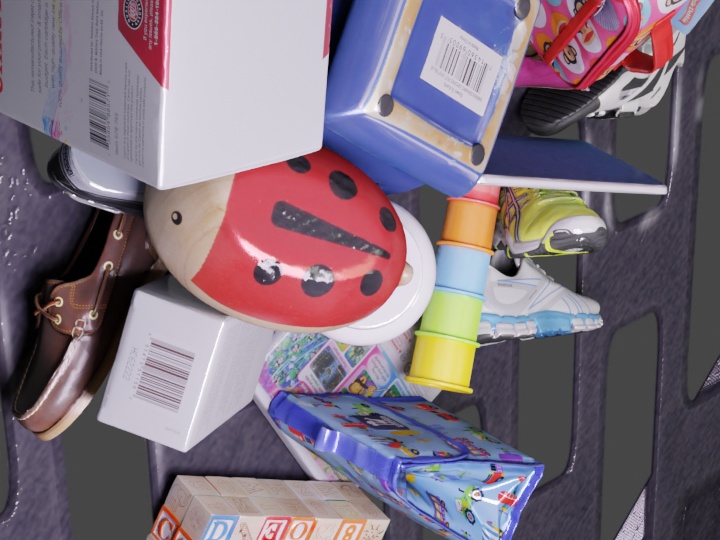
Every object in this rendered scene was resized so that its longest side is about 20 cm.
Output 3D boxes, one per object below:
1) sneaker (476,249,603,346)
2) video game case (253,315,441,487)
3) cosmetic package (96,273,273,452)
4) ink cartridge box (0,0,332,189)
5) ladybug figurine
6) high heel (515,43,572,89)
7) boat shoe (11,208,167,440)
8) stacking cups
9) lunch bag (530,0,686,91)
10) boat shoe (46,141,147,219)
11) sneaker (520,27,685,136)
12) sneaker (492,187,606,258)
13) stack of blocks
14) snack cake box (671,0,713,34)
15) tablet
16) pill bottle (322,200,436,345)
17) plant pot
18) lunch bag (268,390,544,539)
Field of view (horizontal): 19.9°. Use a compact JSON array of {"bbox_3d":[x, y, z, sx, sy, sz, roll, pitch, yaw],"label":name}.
[{"bbox_3d":[0.154,0.019,1.839,0.200,0.075,0.087,0,79,-57],"label":"sneaker"},{"bbox_3d":[-0.004,0.079,1.741,0.182,0.024,0.200,-48,137,-16],"label":"video game case"},{"bbox_3d":[-0.119,0.057,1.504,0.200,0.071,0.102,-30,139,-78],"label":"cosmetic package"},{"bbox_3d":[-0.137,-0.161,1.356,0.144,0.200,0.146,-18,123,-41],"label":"ink cartridge box"},{"bbox_3d":[-0.049,-0.029,1.405,0.199,0.072,0.136,16,79,-21],"label":"ladybug figurine"},{"bbox_3d":[0.154,-0.195,1.724,0.200,0.067,0.096,-33,141,-25],"label":"high heel"},{"bbox_3d":[-0.201,0.022,1.484,0.070,0.070,0.201,38,72,-36],"label":"boat shoe"},{"bbox_3d":[0.081,0.001,1.744,0.060,0.060,0.201,16,80,-48],"label":"stacking cups"},{"bbox_3d":[0.181,-0.227,1.611,0.082,0.176,0.200,-34,175,-15],"label":"lunch bag"},{"bbox_3d":[-0.124,-0.058,1.457,0.199,0.068,0.074,5,75,-27],"label":"boat shoe"},{"bbox_3d":[0.224,-0.160,1.811,0.200,0.074,0.089,-38,131,-25],"label":"sneaker"},{"bbox_3d":[0.151,-0.051,1.727,0.075,0.200,0.077,-2,95,-14],"label":"sneaker"},{"bbox_3d":[-0.083,0.235,1.697,0.200,0.059,0.115,9,113,-44],"label":"stack of blocks"},{"bbox_3d":[0.318,-0.308,1.740,0.115,0.067,0.200,-51,177,-42],"label":"snack cake box"},{"bbox_3d":[0.141,-0.089,1.692,0.199,0.130,0.014,2,110,-31],"label":"tablet"},{"bbox_3d":[0.000,0.000,1.565,0.113,0.113,0.200,-62,-178,-2],"label":"pill bottle"},{"bbox_3d":[0.007,-0.166,1.494,0.200,0.179,0.201,26,81,-47],"label":"plant pot"},{"bbox_3d":[0.025,0.155,1.678,0.200,0.150,0.094,20,96,-49],"label":"lunch bag"}]
